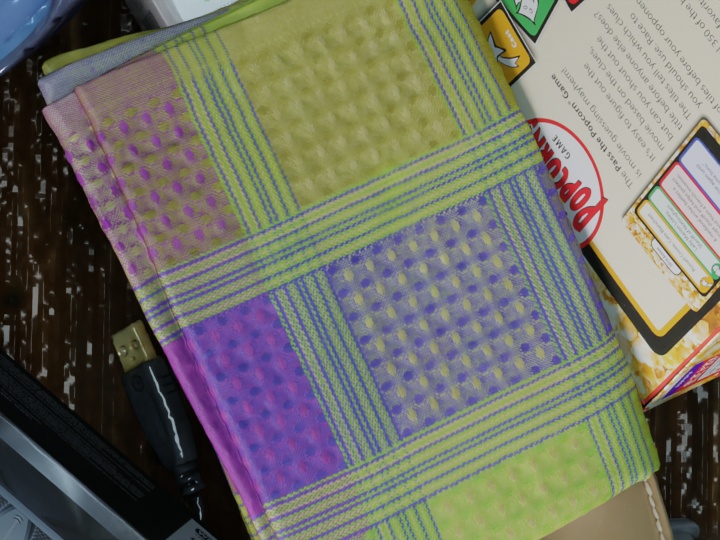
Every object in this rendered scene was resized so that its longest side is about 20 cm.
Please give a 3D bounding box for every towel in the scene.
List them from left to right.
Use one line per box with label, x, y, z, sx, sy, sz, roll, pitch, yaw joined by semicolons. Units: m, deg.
towel;0.000;0.000;0.836;0.143;0.023;0.200;-25;89;-21

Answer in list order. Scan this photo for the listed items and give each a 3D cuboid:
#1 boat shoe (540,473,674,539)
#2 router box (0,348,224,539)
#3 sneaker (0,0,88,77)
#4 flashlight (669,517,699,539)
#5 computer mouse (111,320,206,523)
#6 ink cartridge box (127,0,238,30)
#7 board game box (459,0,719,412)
boat shoe;0.054;0.041;0.894;0.074;0.066;0.200;-18;65;-19
router box;-0.133;0.115;0.842;0.200;0.052;0.157;41;101;4
sneaker;-0.148;-0.084;0.835;0.200;0.074;0.082;-32;98;14
flashlight;0.019;0.120;0.926;0.199;0.068;0.068;-4;123;-13
computer mouse;-0.139;0.038;0.884;0.140;0.046;0.200;-28;78;8
ink cartridge box;-0.014;-0.181;0.915;0.200;0.084;0.176;-31;93;-8
board game box;0.108;-0.072;0.822;0.046;0.200;0.152;-21;71;-39
